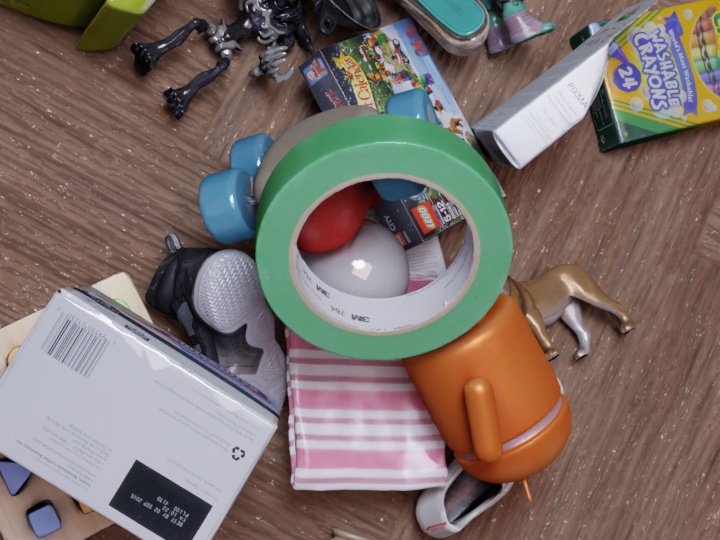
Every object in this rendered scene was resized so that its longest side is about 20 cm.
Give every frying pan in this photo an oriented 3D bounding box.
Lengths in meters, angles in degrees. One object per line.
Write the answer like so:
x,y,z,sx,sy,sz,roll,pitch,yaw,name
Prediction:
-0.019,-0.242,1.223,0.115,0.031,0.190,31,33,-37,frying pan

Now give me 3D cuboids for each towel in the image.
0.006,0.098,1.198,0.146,0.030,0.201,0,79,-14,towel

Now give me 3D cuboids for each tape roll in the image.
0.017,-0.022,1.038,0.200,0.048,0.201,-2,124,-3,tape roll

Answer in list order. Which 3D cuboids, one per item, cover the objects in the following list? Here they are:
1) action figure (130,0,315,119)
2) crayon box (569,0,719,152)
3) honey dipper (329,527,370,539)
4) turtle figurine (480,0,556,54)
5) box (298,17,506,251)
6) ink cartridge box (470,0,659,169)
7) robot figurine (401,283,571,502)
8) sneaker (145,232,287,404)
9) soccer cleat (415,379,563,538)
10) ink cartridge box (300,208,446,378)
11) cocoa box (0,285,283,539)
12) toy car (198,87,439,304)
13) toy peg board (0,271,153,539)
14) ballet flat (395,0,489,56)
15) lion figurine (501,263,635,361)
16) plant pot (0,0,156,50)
-0.107,-0.224,1.230,0.200,0.102,0.119,-37,108,-16,action figure
0.330,-0.208,1.372,0.199,0.052,0.126,-14,87,-17,crayon box
-0.036,0.338,1.212,0.038,0.038,0.201,18,82,-12,honey dipper
0.124,-0.317,1.292,0.100,0.150,0.201,-19,97,4,turtle figurine
0.043,-0.131,1.261,0.136,0.038,0.200,-29,90,-44,box
0.201,-0.175,1.248,0.200,0.163,0.057,-34,97,2,ink cartridge box
0.110,0.102,1.158,0.116,0.144,0.200,-34,104,-18,robot figurine
-0.132,0.058,1.203,0.075,0.114,0.201,-28,126,-32,sneaker
0.130,0.174,1.250,0.200,0.085,0.069,-44,95,-16,soccer cleat
0.000,0.000,1.266,0.160,0.050,0.201,-9,73,-16,ink cartridge box
-0.178,0.118,1.050,0.200,0.131,0.134,32,91,-2,cocoa box
-0.009,-0.028,1.150,0.184,0.177,0.201,-13,111,17,toy car
-0.246,0.126,1.149,0.199,0.098,0.201,-26,90,-17,toy peg board
0.048,-0.281,1.291,0.068,0.067,0.200,-37,75,-4,ballet flat
0.176,0.031,1.288,0.200,0.072,0.123,-10,66,-44,lion figurine
-0.239,-0.314,1.162,0.181,0.200,0.199,36,75,-16,plant pot
